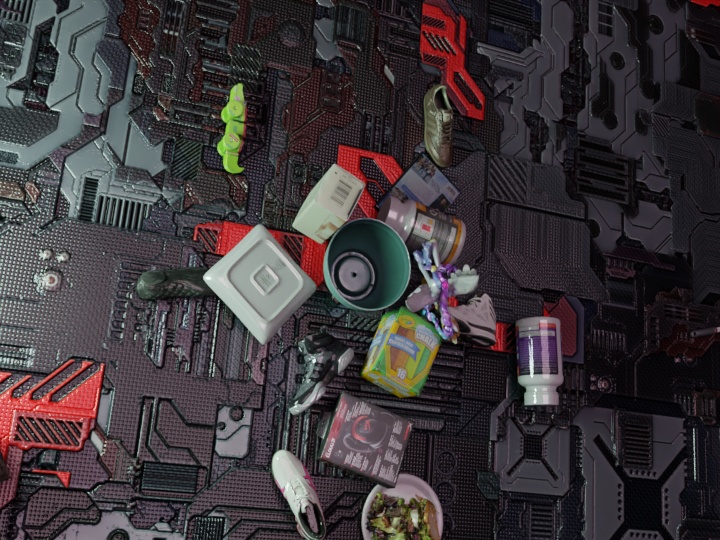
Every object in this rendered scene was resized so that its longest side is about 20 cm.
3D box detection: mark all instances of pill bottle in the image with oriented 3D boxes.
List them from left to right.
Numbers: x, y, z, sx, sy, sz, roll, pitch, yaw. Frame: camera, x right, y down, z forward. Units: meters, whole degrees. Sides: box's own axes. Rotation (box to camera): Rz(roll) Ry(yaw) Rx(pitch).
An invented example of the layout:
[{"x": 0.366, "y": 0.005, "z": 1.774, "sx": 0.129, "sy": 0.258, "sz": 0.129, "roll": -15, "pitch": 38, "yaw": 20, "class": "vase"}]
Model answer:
[{"x": 0.139, "y": -0.094, "z": 1.787, "sx": 0.196, "sy": 0.116, "sz": 0.119, "roll": 21, "pitch": 72, "yaw": -15, "class": "pill bottle"}, {"x": 0.431, "y": 0.221, "z": 1.842, "sx": 0.108, "sy": 0.111, "sz": 0.206, "roll": 5, "pitch": 76, "yaw": -18, "class": "pill bottle"}]

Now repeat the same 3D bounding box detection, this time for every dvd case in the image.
[{"x": 0.141, "y": -0.175, "z": 1.877, "sx": 0.143, "sy": 0.018, "sz": 0.201, "roll": 43, "pitch": 69, "yaw": -5, "class": "dvd case"}]

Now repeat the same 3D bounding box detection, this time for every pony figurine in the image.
[{"x": 0.172, "y": 0.037, "z": 1.672, "sx": 0.162, "sy": 0.195, "sz": 0.204, "roll": -17, "pitch": 54, "yaw": 2, "class": "pony figurine"}]

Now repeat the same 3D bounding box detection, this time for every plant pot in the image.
[{"x": 0.000, "y": 0.000, "z": 1.725, "sx": 0.195, "sy": 0.134, "sz": 0.207, "roll": 4, "pitch": 76, "yaw": -18, "class": "plant pot"}]

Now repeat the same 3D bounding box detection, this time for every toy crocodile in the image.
[{"x": -0.284, "y": -0.321, "z": 1.733, "sx": 0.060, "sy": 0.067, "sz": 0.206, "roll": 9, "pitch": 77, "yaw": -22, "class": "toy crocodile"}]

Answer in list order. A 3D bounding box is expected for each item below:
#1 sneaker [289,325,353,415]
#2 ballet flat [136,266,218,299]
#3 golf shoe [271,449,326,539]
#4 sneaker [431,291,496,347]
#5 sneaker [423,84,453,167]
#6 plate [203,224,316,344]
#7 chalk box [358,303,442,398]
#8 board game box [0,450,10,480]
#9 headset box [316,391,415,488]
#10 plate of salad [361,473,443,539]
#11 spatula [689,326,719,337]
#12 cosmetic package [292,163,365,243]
[{"x": -0.110, "y": 0.213, "z": 1.674, "sx": 0.114, "sy": 0.075, "sz": 0.200, "roll": 46, "pitch": 62, "yaw": -4, "class": "sneaker"}, {"x": -0.379, "y": 0.030, "z": 1.639, "sx": 0.195, "sy": 0.057, "sz": 0.068, "roll": 3, "pitch": 55, "yaw": -25, "class": "ballet flat"}, {"x": -0.122, "y": 0.468, "z": 1.603, "sx": 0.071, "sy": 0.092, "sz": 0.204, "roll": -26, "pitch": 86, "yaw": -21, "class": "golf shoe"}, {"x": 0.248, "y": 0.096, "z": 1.825, "sx": 0.198, "sy": 0.075, "sz": 0.118, "roll": 27, "pitch": 59, "yaw": -30, "class": "sneaker"}, {"x": 0.198, "y": -0.363, "z": 1.907, "sx": 0.069, "sy": 0.075, "sz": 0.206, "roll": -6, "pitch": 80, "yaw": -20, "class": "sneaker"}, {"x": -0.212, "y": 0.023, "z": 1.682, "sx": 0.200, "sy": 0.032, "sz": 0.200, "roll": 47, "pitch": 57, "yaw": -5, "class": "plate"}, {"x": 0.101, "y": 0.167, "z": 1.730, "sx": 0.122, "sy": 0.124, "sz": 0.204, "roll": 28, "pitch": 71, "yaw": -12, "class": "chalk box"}, {"x": -0.724, "y": 0.361, "z": 1.353, "sx": 0.156, "sy": 0.200, "sz": 0.099, "roll": -23, "pitch": 86, "yaw": -22, "class": "board game box"}, {"x": 0.002, "y": 0.366, "z": 1.668, "sx": 0.195, "sy": 0.075, "sz": 0.152, "roll": 22, "pitch": 71, "yaw": -5, "class": "headset box"}, {"x": 0.097, "y": 0.554, "z": 1.685, "sx": 0.194, "sy": 0.048, "sz": 0.206, "roll": 4, "pitch": 78, "yaw": -19, "class": "plate of salad"}, {"x": 0.984, "y": 0.162, "z": 2.100, "sx": 0.194, "sy": 0.021, "sz": 0.058, "roll": -6, "pitch": 82, "yaw": -20, "class": "spatula"}, {"x": -0.073, "y": -0.143, "z": 1.696, "sx": 0.086, "sy": 0.200, "sz": 0.105, "roll": 31, "pitch": 71, "yaw": -11, "class": "cosmetic package"}]
